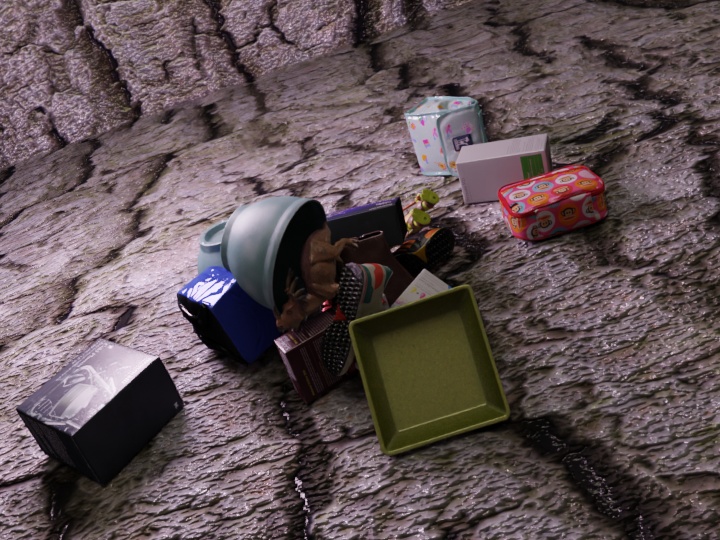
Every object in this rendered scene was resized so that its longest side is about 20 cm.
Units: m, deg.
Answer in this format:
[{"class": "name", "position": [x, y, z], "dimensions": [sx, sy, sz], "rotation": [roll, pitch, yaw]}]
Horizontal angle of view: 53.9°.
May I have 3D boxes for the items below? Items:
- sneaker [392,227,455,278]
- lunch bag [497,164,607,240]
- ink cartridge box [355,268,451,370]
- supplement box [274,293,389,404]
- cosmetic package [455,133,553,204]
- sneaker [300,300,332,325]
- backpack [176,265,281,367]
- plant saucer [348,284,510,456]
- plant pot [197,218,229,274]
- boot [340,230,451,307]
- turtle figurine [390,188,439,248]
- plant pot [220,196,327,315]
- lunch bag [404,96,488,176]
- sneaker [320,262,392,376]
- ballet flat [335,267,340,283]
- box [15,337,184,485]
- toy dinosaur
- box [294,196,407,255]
[{"class": "sneaker", "position": [0.095, -0.021, 1.416], "dimensions": [0.198, 0.071, 0.089], "rotation": [-33, 18, -22]}, {"class": "lunch bag", "position": [0.380, -0.142, 1.423], "dimensions": [0.195, 0.084, 0.177], "rotation": [-16, 26, 3]}, {"class": "ink cartridge box", "position": [0.091, 0.105, 1.154], "dimensions": [0.114, 0.069, 0.200], "rotation": [33, 52, 15]}, {"class": "supplement box", "position": [-0.036, 0.123, 1.207], "dimensions": [0.197, 0.111, 0.061], "rotation": [-29, 28, -17]}, {"class": "cosmetic package", "position": [0.318, -0.221, 1.553], "dimensions": [0.195, 0.109, 0.086], "rotation": [-7, 33, 24]}, {"class": "sneaker", "position": [-0.092, 0.054, 1.346], "dimensions": [0.095, 0.072, 0.203], "rotation": [3, 43, -7]}, {"class": "backpack", "position": [-0.247, 0.074, 1.366], "dimensions": [0.167, 0.165, 0.198], "rotation": [-40, 26, -29]}, {"class": "plant saucer", "position": [0.101, 0.149, 1.058], "dimensions": [0.195, 0.205, 0.048], "rotation": [-17, -12, 4]}, {"class": "plant pot", "position": [-0.278, -0.032, 1.566], "dimensions": [0.195, 0.137, 0.202], "rotation": [-15, 30, 8]}, {"class": "boot", "position": [0.062, 0.009, 1.271], "dimensions": [0.195, 0.170, 0.073], "rotation": [-12, 26, 13]}, {"class": "turtle figurine", "position": [0.101, -0.095, 1.488], "dimensions": [0.201, 0.064, 0.161], "rotation": [-49, 4, -26]}, {"class": "plant pot", "position": [-0.157, -0.039, 1.225], "dimensions": [0.131, 0.204, 0.201], "rotation": [17, 42, 19]}, {"class": "lunch bag", "position": [0.221, -0.323, 1.707], "dimensions": [0.121, 0.174, 0.197], "rotation": [-37, 31, -31]}, {"class": "sneaker", "position": [0.001, 0.079, 1.128], "dimensions": [0.092, 0.204, 0.070], "rotation": [-7, 32, -39]}, {"class": "ballet flat", "position": [-0.046, -0.030, 1.510], "dimensions": [0.069, 0.072, 0.202], "rotation": [-10, 32, 16]}, {"class": "box", "position": [-0.459, 0.242, 1.258], "dimensions": [0.193, 0.126, 0.200], "rotation": [9, 40, 36]}, {"class": "toy dinosaur", "position": [-0.075, -0.001, 1.181], "dimensions": [0.132, 0.206, 0.085], "rotation": [10, -19, -27]}, {"class": "box", "position": [-0.014, -0.077, 1.360], "dimensions": [0.195, 0.081, 0.141], "rotation": [-13, 13, 9]}]
